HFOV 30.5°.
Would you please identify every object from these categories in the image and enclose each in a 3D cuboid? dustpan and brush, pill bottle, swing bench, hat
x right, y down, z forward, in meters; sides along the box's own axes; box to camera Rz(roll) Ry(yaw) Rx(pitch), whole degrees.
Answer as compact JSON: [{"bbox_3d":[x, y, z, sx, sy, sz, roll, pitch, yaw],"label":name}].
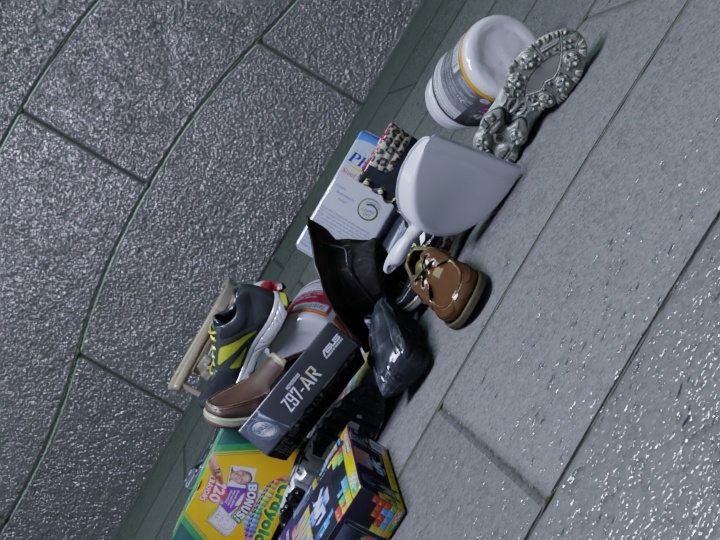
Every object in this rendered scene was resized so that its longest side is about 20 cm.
[{"bbox_3d":[0.083,-0.068,1.566,0.201,0.139,0.057,-61,31,20],"label":"dustpan and brush"},{"bbox_3d":[-0.053,0.080,1.882,0.113,0.113,0.200,-56,1,23],"label":"pill bottle"},{"bbox_3d":[-0.163,0.142,2.049,0.201,0.198,0.130,-62,9,-10],"label":"swing bench"},{"bbox_3d":[0.000,0.000,1.680,0.081,0.201,0.201,-26,16,10],"label":"hat"},{"bbox_3d":[0.163,-0.264,1.808,0.117,0.116,0.200,-62,8,-16],"label":"pill bottle"}]

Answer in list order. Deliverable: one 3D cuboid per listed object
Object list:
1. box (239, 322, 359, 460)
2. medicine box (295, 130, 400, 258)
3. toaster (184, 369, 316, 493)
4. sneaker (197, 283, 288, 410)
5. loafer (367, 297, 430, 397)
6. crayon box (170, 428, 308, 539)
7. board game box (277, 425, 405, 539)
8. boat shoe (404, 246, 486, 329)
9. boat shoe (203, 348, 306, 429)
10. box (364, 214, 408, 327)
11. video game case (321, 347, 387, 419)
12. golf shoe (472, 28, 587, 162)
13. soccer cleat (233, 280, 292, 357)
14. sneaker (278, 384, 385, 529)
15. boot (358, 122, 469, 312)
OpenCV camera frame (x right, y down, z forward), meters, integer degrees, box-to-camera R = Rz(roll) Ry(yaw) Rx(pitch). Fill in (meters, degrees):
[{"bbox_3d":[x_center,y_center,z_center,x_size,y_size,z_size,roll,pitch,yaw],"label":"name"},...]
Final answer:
[{"bbox_3d":[-0.064,0.147,1.557,0.160,0.043,0.200,-51,-8,-5],"label":"box"},{"bbox_3d":[0.009,-0.092,1.991,0.201,0.103,0.182,-60,-9,3],"label":"medicine box"},{"bbox_3d":[-0.147,0.248,1.837,0.114,0.129,0.201,-44,19,58],"label":"toaster"},{"bbox_3d":[-0.177,0.100,1.796,0.200,0.084,0.075,-58,19,12],"label":"sneaker"},{"bbox_3d":[0.034,0.087,1.545,0.070,0.068,0.201,-50,14,11],"label":"loafer"},{"bbox_3d":[-0.156,0.292,1.721,0.058,0.118,0.201,-101,35,-78],"label":"crayon box"},{"bbox_3d":[-0.028,0.267,1.357,0.166,0.057,0.200,-58,9,6],"label":"board game box"},{"bbox_3d":[0.087,0.014,1.486,0.072,0.068,0.200,-59,9,1],"label":"boat shoe"},{"bbox_3d":[-0.114,0.139,1.688,0.075,0.202,0.075,22,119,43],"label":"boat shoe"},{"bbox_3d":[0.063,-0.022,1.817,0.160,0.043,0.200,-54,11,37],"label":"box"},{"bbox_3d":[-0.005,0.157,1.688,0.182,0.022,0.200,-55,10,30],"label":"video game case"},{"bbox_3d":[0.205,-0.224,1.592,0.200,0.078,0.097,-52,6,38],"label":"golf shoe"},{"bbox_3d":[-0.121,0.107,1.972,0.085,0.201,0.069,-13,22,32],"label":"soccer cleat"},{"bbox_3d":[-0.037,0.210,1.552,0.201,0.066,0.091,-60,11,12],"label":"sneaker"},{"bbox_3d":[0.056,-0.067,1.644,0.204,0.153,0.073,-60,9,0],"label":"boot"}]
